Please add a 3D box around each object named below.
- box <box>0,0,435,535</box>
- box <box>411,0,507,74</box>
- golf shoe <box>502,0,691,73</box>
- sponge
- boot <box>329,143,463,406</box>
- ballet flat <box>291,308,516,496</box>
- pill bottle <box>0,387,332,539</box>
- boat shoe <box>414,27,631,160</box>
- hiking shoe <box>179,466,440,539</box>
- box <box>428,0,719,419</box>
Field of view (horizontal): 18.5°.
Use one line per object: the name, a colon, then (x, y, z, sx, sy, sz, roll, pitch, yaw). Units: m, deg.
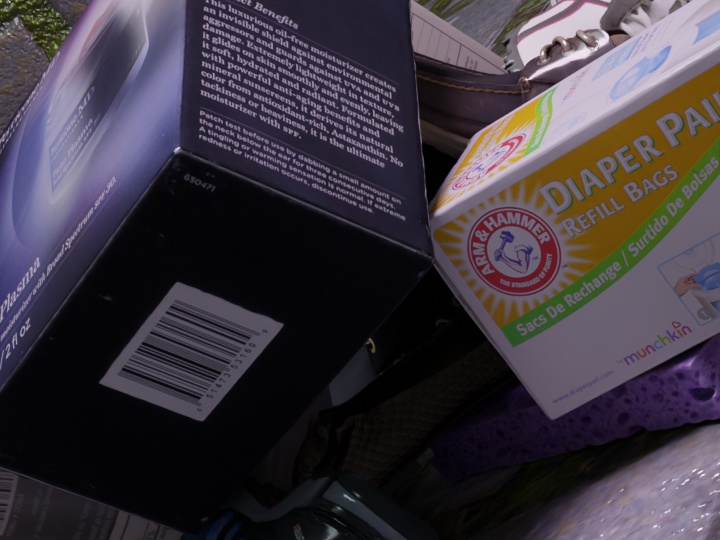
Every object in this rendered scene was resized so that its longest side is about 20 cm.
box: (-0.074, -0.032, 0.951, 0.200, 0.123, 0.198, -50, 28, 35)
box: (0.038, -0.067, 1.165, 0.078, 0.200, 0.095, -24, 42, 52)
golf shoe: (0.130, -0.122, 1.120, 0.088, 0.077, 0.200, -39, 11, 29)
sponge: (0.117, 0.036, 0.978, 0.112, 0.030, 0.200, -45, 13, -33)
boot: (0.000, -0.002, 1.104, 0.204, 0.154, 0.074, -45, 32, 31)
ballet flat: (0.043, 0.036, 1.008, 0.200, 0.046, 0.067, -42, 12, -13)
pill bottle: (-0.121, 0.082, 1.066, 0.114, 0.200, 0.114, -172, 90, -70)
boat shoe: (0.106, -0.076, 1.001, 0.074, 0.200, 0.073, -59, -16, -73)
hiking shoe: (-0.046, 0.138, 0.950, 0.087, 0.074, 0.200, -55, 10, -25)
box: (0.137, -0.042, 0.893, 0.200, 0.101, 0.113, -31, 12, 28)
